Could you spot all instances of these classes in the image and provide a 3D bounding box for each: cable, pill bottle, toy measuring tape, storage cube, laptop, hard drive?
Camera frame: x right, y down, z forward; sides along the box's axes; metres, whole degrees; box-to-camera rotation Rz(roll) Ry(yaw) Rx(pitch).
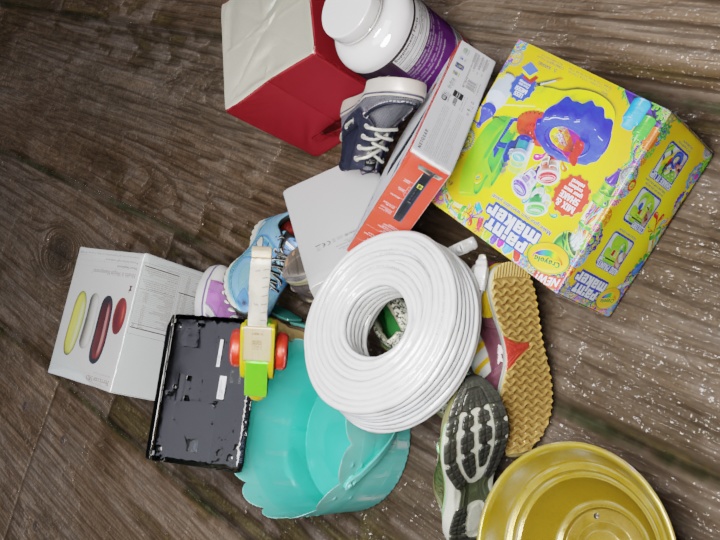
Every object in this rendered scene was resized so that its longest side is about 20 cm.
[{"bbox_3d":[0.031,0.059,0.848,0.197,0.069,0.204,-13,59,33],"label":"cable"},{"bbox_3d":[0.045,-0.273,1.007,0.111,0.198,0.115,-14,67,37],"label":"pill bottle"},{"bbox_3d":[-0.111,0.054,0.927,0.073,0.073,0.204,33,128,42],"label":"toy measuring tape"},{"bbox_3d":[-0.069,-0.292,1.130,0.169,0.178,0.204,-22,64,35],"label":"storage cube"},{"bbox_3d":[-0.202,0.154,1.054,0.196,0.103,0.182,2,77,21],"label":"laptop"},{"bbox_3d":[-0.020,-0.061,1.049,0.130,0.027,0.202,-23,42,3],"label":"hard drive"}]

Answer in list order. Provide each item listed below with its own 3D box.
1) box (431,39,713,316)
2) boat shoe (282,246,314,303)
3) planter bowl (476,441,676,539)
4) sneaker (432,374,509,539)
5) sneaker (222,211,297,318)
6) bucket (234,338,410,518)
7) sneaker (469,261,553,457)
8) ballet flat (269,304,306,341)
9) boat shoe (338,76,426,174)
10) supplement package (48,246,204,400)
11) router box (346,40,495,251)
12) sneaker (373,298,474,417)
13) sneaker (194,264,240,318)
[{"bbox_3d":[0.210,-0.095,0.861,0.200,0.121,0.195,40,105,41],"label":"box"},{"bbox_3d":[0.000,0.000,1.054,0.196,0.074,0.075,-4,45,21],"label":"boat shoe"},{"bbox_3d":[0.211,0.266,0.773,0.198,0.083,0.205,-14,68,39],"label":"planter bowl"},{"bbox_3d":[0.098,0.190,0.868,0.089,0.075,0.204,-135,41,-56],"label":"sneaker"},{"bbox_3d":[-0.118,-0.015,1.111,0.089,0.078,0.202,-31,31,37],"label":"sneaker"},{"bbox_3d":[-0.046,0.190,0.991,0.204,0.134,0.212,-13,69,38],"label":"bucket"},{"bbox_3d":[0.148,0.092,0.889,0.090,0.073,0.205,-3,91,64],"label":"sneaker"},{"bbox_3d":[-0.084,0.091,1.106,0.199,0.068,0.065,17,97,55],"label":"ballet flat"},{"bbox_3d":[0.023,-0.166,0.996,0.200,0.073,0.095,180,96,-75],"label":"boat shoe"},{"bbox_3d":[-0.352,0.084,1.289,0.189,0.146,0.205,4,79,42],"label":"supplement package"},{"bbox_3d":[0.067,-0.127,0.934,0.180,0.048,0.202,-55,8,50],"label":"router box"},{"bbox_3d":[0.060,0.095,0.938,0.077,0.088,0.201,-50,61,21],"label":"sneaker"},{"bbox_3d":[-0.164,0.081,1.125,0.112,0.072,0.205,-14,63,25],"label":"sneaker"}]
